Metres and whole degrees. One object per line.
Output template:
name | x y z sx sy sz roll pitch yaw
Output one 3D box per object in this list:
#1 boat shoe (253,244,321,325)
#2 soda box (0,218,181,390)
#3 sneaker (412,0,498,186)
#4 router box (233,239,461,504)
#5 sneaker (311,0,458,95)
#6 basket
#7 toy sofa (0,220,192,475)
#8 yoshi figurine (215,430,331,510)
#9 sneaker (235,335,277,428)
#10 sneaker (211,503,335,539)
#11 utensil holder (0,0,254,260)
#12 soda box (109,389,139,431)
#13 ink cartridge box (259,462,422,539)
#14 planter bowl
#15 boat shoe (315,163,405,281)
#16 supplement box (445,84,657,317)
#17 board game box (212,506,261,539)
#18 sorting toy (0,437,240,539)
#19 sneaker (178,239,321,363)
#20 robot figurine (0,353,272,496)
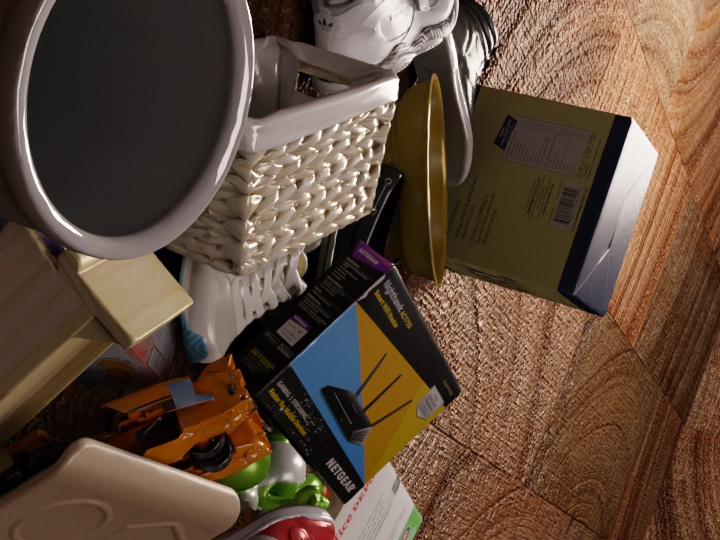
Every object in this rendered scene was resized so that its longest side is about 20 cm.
boat shoe | -0.043 -0.043 1.046 0.074 0.064 0.203 21 86 -62
soda box | -0.192 0.006 0.792 0.200 0.068 0.064 66 27 -51
sneaker | 0.107 -0.190 1.223 0.099 0.070 0.201 -40 134 -37
router box | -0.007 0.090 0.978 0.149 0.051 0.200 -43 141 -10
sneaker | 0.024 -0.245 1.042 0.200 0.075 0.115 -45 144 -35
basket | -0.079 -0.092 0.889 0.200 0.135 0.124 -28 133 -53
toy sofa | -0.207 0.048 0.705 0.200 0.098 0.083 -40 179 22
yoshi figurine | -0.085 0.175 1.064 0.200 0.112 0.113 -5 95 -57
sneaker | -0.050 0.095 1.088 0.075 0.079 0.200 -43 162 9
sneaker | -0.075 0.255 0.925 0.199 0.112 0.072 -12 124 -41
utensil holder | -0.185 -0.111 0.617 0.170 0.199 0.171 -36 135 -48
soda box | -0.177 0.195 0.943 0.068 0.063 0.201 18 89 -61
ink cartridge box | -0.021 0.271 1.239 0.146 0.084 0.200 -58 148 -23
planter bowl | 0.034 -0.084 1.111 0.200 0.083 0.202 -1 90 -82
boat shoe | 0.000 0.000 1.015 0.075 0.062 0.201 -17 116 -74
supplement box | 0.194 -0.079 1.306 0.134 0.199 0.201 26 82 -61
board game box | -0.092 0.270 1.066 0.200 0.095 0.030 47 26 -53
sorting toy | -0.208 0.188 0.809 0.200 0.037 0.185 -36 145 14
sneaker | -0.087 0.000 0.920 0.200 0.080 0.077 -68 160 -53
robot figurine | -0.168 0.136 0.842 0.199 0.058 0.145 -21 148 -7
